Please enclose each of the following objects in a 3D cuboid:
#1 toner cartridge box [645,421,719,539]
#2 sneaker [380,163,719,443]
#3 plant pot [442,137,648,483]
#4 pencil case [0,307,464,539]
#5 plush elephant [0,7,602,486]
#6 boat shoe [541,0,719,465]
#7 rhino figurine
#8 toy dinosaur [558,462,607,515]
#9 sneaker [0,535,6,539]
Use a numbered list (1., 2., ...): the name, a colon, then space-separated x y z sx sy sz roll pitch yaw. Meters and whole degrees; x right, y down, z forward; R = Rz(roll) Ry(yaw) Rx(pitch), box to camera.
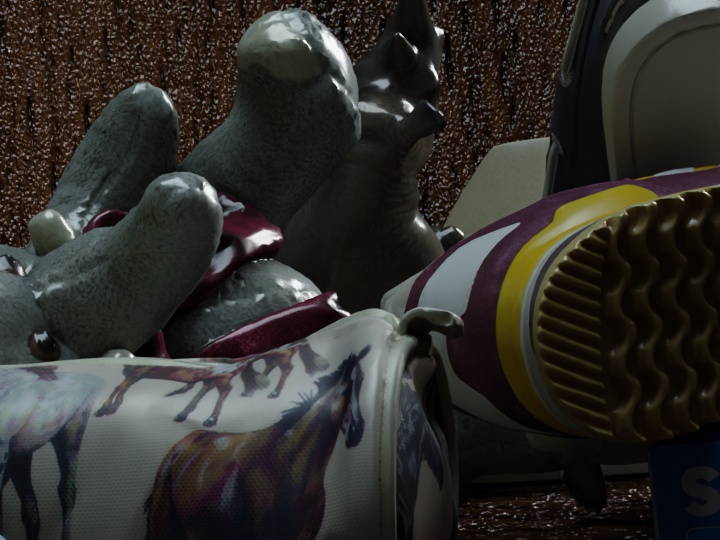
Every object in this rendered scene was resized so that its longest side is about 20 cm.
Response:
1. toner cartridge box: 0.145 0.054 0.696 0.095 0.043 0.200 -7 0 20
2. sneaker: 0.100 -0.001 0.674 0.200 0.075 0.090 -5 5 -34
3. plant pot: 0.107 0.010 1.091 0.200 0.135 0.200 -5 0 0
4. pencil case: -0.070 0.053 0.576 0.200 0.090 0.078 -5 4 18
5. plush elephant: -0.066 0.020 0.706 0.200 0.165 0.155 -34 -21 12
6. boat shoe: 0.086 -0.021 0.741 0.073 0.063 0.200 -7 -40 -6
7. rhino figurine: 0.000 0.000 0.837 0.060 0.200 0.087 17 24 13
8. toy dinosaur: 0.118 0.023 0.830 0.102 0.077 0.200 1 -34 -31
9. sneaker: -0.104 0.057 0.442 0.200 0.086 0.078 -6 1 -27
